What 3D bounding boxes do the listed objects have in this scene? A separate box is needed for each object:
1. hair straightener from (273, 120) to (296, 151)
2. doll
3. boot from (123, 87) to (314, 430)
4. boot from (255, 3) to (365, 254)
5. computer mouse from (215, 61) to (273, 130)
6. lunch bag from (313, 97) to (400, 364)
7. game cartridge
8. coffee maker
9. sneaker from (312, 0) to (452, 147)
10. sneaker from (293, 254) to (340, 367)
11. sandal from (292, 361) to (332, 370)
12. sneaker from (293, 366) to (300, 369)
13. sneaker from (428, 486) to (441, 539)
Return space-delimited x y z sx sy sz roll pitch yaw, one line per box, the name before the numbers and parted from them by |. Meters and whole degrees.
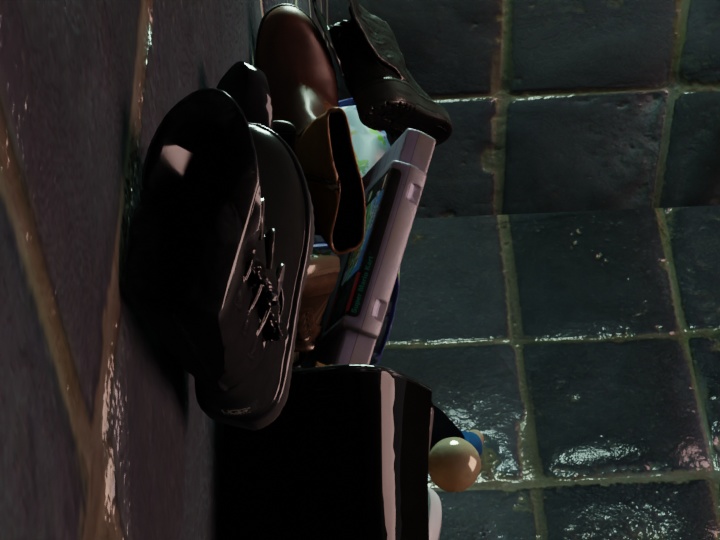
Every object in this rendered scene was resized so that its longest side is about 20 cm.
hair straightener | -0.063 -0.064 1.184 0.200 0.040 0.078 86 2 -67
doll | 0.037 0.119 1.200 0.200 0.136 0.049 29 -83 62
boot | -0.064 -0.029 0.709 0.200 0.065 0.166 72 13 -69
boot | -0.040 -0.114 1.183 0.200 0.068 0.190 -142 -129 -81
computer mouse | -0.076 -0.035 0.947 0.059 0.034 0.201 -119 -154 -52
lunch bag | -0.017 -0.032 1.427 0.201 0.126 0.171 70 15 -53
game cartridge | 0.000 0.000 1.185 0.130 0.038 0.202 127 -19 -67
coffee maker | -0.014 0.158 0.893 0.192 0.133 0.202 82 5 -74
sneaker | 0.020 -0.169 1.323 0.105 0.060 0.200 69 15 15
sneaker | -0.047 0.031 1.097 0.200 0.070 0.076 70 17 -86
sandal | -0.021 0.103 1.081 0.200 0.054 0.082 46 21 -40
sneaker | -0.045 0.164 1.341 0.116 0.075 0.202 -75 157 -57
sneaker | 0.027 0.271 1.238 0.071 0.073 0.202 39 63 -46
